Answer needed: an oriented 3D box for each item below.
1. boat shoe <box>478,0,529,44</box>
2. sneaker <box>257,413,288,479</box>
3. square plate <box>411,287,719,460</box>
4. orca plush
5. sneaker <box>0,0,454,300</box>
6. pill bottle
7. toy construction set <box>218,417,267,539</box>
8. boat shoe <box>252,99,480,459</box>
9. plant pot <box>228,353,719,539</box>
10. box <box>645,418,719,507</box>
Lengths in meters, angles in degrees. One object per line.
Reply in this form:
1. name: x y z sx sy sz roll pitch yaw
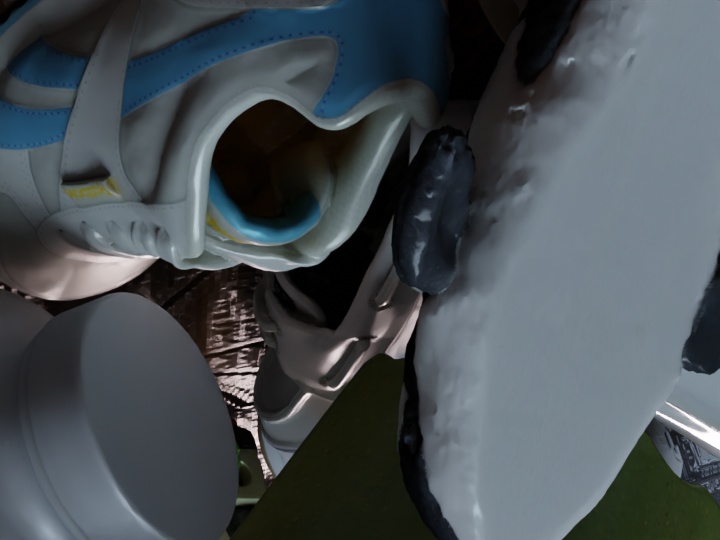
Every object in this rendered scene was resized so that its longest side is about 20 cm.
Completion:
1. boat shoe: 0.118 -0.070 0.657 0.199 0.072 0.065 12 152 -36
2. sneaker: 0.063 0.081 0.904 0.200 0.070 0.108 35 155 -34
3. square plate: 0.145 -0.011 0.667 0.200 0.029 0.198 -36 139 24
4. orca plush: 0.039 -0.038 0.582 0.105 0.202 0.071 -7 -162 -31
5. sneaker: -0.046 -0.032 0.639 0.076 0.081 0.200 -2 157 -31
6. pill bottle: -0.133 0.072 0.694 0.199 0.112 0.111 -23 156 24
7. toy construction set: -0.107 0.103 0.933 0.130 0.093 0.199 5 163 -38
8. boat shoe: 0.000 0.000 0.777 0.065 0.074 0.200 13 146 -20
9. plant pot: 0.014 0.130 0.710 0.199 0.191 0.200 24 156 11
10. box: 0.159 0.034 0.791 0.199 0.050 0.158 -19 137 6
